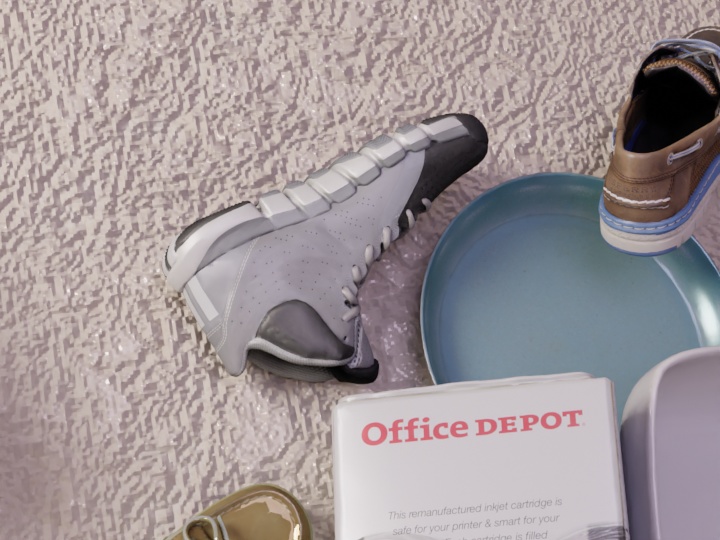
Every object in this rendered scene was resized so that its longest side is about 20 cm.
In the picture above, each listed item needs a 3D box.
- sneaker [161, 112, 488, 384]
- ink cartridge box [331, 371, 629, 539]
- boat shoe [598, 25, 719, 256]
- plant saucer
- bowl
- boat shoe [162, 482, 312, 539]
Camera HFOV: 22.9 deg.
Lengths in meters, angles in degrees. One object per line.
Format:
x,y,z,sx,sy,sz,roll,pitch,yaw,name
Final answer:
0.000,0.000,0.972,0.198,0.075,0.116,-25,81,-15,sneaker
0.064,0.163,0.880,0.143,0.084,0.202,-6,67,9,ink cartridge box
0.191,-0.094,1.036,0.071,0.073,0.201,9,42,18,boat shoe
0.125,0.041,1.012,0.198,0.027,0.202,6,66,-14,plant saucer
0.219,0.145,0.950,0.198,0.074,0.202,3,75,-28,bowl
-0.094,0.175,0.864,0.200,0.063,0.073,-38,82,-27,boat shoe
